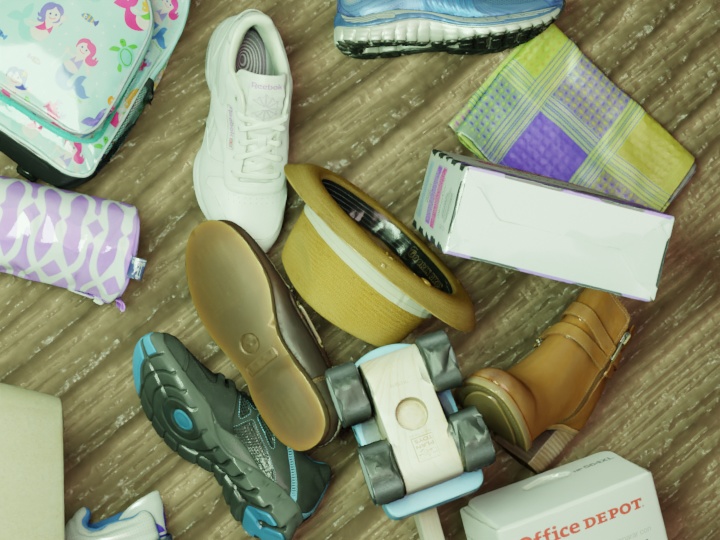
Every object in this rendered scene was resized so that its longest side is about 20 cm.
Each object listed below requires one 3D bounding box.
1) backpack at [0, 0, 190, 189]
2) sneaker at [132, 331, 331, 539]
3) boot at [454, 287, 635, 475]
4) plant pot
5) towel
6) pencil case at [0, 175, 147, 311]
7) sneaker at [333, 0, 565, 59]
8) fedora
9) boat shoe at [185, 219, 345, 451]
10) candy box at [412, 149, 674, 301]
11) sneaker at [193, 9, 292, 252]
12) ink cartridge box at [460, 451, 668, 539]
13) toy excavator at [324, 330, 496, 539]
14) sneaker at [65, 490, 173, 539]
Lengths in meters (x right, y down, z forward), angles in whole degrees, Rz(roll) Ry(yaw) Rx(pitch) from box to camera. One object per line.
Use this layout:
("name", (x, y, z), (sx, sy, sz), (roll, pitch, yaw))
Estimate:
("backpack", (-0.231, -0.188, 1.385), (0.177, 0.151, 0.200), (34, 72, -7))
("sneaker", (-0.106, 0.125, 1.438), (0.082, 0.073, 0.200), (-42, 99, -36))
("boot", (0.160, 0.076, 1.450), (0.077, 0.200, 0.155), (32, 83, 32))
("plant pot", (-0.308, 0.163, 1.299), (0.176, 0.200, 0.201), (-1, 86, -14))
("towel", (0.190, -0.106, 1.552), (0.200, 0.023, 0.144), (43, 77, -8))
("pencil case", (-0.269, -0.029, 1.394), (0.199, 0.084, 0.086), (14, 106, -12))
("sneaker", (0.076, -0.230, 1.499), (0.199, 0.079, 0.090), (-2, 84, -10))
("fedora", (0.000, 0.000, 1.426), (0.200, 0.201, 0.082), (38, 102, -9))
("boat shoe", (-0.074, 0.051, 1.423), (0.070, 0.070, 0.201), (-27, 84, 24))
("candy box", (0.140, -0.039, 1.428), (0.167, 0.200, 0.072), (13, 96, -7))
("sneaker", (-0.093, -0.113, 1.436), (0.075, 0.100, 0.201), (-2, 87, -16))
("ink cartridge box", (0.183, 0.270, 1.470), (0.146, 0.084, 0.201), (-19, 102, -15))
("toy excavator", (0.048, 0.161, 1.416), (0.100, 0.200, 0.195), (-20, 77, -6))
("sneaker", (-0.146, 0.250, 1.400), (0.199, 0.081, 0.147), (8, 87, -9))
